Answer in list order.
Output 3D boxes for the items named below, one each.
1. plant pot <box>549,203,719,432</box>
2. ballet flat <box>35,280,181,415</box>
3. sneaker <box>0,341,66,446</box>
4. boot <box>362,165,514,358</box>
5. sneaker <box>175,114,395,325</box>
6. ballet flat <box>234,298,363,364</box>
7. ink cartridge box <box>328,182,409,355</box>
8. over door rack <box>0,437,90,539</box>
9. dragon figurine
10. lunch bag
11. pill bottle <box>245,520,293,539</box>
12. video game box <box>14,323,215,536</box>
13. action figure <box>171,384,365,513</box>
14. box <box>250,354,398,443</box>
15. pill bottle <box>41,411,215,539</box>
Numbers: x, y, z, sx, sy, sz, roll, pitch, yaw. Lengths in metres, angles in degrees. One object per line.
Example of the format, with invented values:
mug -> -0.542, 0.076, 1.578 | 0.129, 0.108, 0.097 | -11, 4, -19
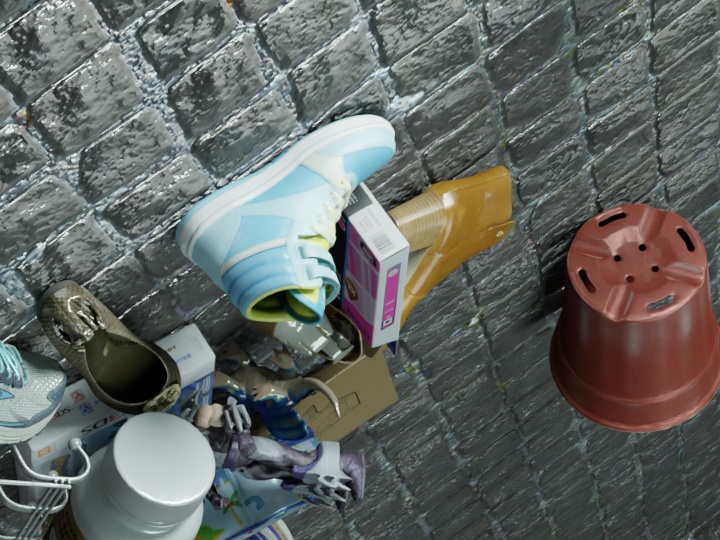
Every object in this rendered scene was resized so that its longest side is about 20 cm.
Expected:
plant pot -> 0.301, 0.041, 1.998 | 0.200, 0.201, 0.196 | -31, 148, -12
ballet flat -> -0.195, 0.072, 1.474 | 0.067, 0.046, 0.200 | -44, 145, -7
sneaker -> -0.287, 0.079, 1.370 | 0.199, 0.078, 0.086 | -2, 135, -53
boot -> 0.071, -0.006, 1.715 | 0.143, 0.071, 0.202 | -19, 146, -29
sneaker -> -0.032, -0.030, 1.455 | 0.199, 0.131, 0.080 | -32, 155, -11
ballet flat -> -0.046, 0.049, 1.653 | 0.068, 0.072, 0.200 | -42, 156, 6
ink cartridge box -> 0.000, 0.000, 1.599 | 0.037, 0.095, 0.200 | -29, 155, -15
over door rack -> -0.335, 0.183, 1.491 | 0.199, 0.067, 0.148 | -5, 153, -29
dragon figurine -> -0.071, 0.115, 1.664 | 0.099, 0.199, 0.059 | 47, 56, -44
lunch bag -> -0.131, 0.222, 1.760 | 0.199, 0.083, 0.161 | -28, 174, 21
pill bottle -> -0.156, 0.331, 1.878 | 0.116, 0.115, 0.200 | -56, 176, 37
video game box -> -0.218, 0.149, 1.633 | 0.181, 0.047, 0.200 | -25, 154, -20
action figure -> -0.098, 0.164, 1.608 | 0.199, 0.070, 0.130 | 14, 146, -13
box -> -0.055, 0.157, 1.901 | 0.199, 0.021, 0.164 | -35, 156, -7
pill bottle -> -0.197, 0.211, 1.563 | 0.114, 0.115, 0.200 | -17, 154, -37
